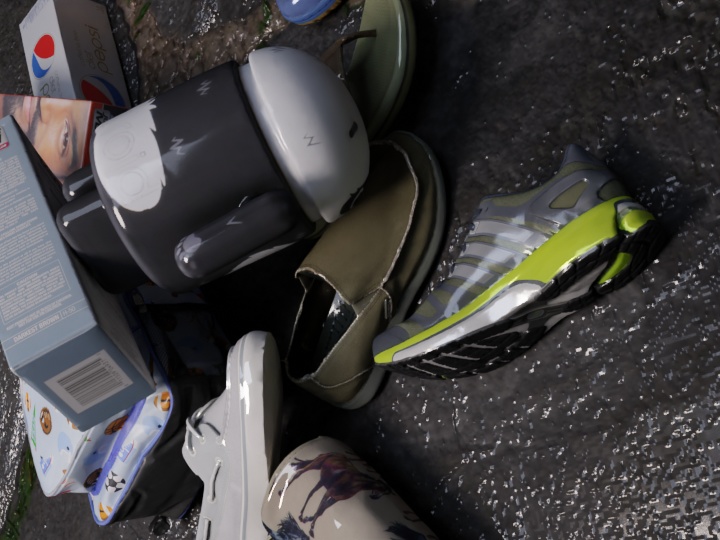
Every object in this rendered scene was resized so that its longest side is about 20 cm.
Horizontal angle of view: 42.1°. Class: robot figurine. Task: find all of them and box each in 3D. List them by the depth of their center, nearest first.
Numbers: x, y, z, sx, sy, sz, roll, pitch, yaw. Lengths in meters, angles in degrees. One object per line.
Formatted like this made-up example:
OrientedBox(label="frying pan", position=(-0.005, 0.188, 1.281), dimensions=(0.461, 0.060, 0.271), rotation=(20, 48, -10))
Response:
OrientedBox(label="robot figurine", position=(-0.091, -0.060, 0.605), dimensions=(0.199, 0.125, 0.151), rotation=(-25, 73, 4))

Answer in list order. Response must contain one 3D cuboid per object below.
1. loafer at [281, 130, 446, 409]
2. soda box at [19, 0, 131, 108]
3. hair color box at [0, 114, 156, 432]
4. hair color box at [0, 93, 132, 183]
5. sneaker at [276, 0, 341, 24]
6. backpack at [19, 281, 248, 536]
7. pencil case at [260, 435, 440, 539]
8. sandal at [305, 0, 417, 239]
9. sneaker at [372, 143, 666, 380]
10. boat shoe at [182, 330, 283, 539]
OrientedBox(label="loafer", position=(0.000, 0.000, 0.643), dimensions=(0.075, 0.069, 0.201), rotation=(19, 96, 42))
OrientedBox(label="soda box", position=(-0.275, -0.178, 0.918), dimensions=(0.064, 0.068, 0.201), rotation=(-36, 61, 32))
OrientedBox(label="hair color box", position=(-0.215, -0.001, 0.636), dimensions=(0.060, 0.099, 0.200), rotation=(-28, 57, -6))
OrientedBox(label="hair color box", position=(-0.271, -0.093, 0.815), dimensions=(0.199, 0.064, 0.112), rotation=(11, 95, 40))
OrientedBox(label="sneaker", position=(-0.026, -0.286, 0.701), dimensions=(0.075, 0.088, 0.201), rotation=(42, 112, 36))
OrientedBox(label="backpack", position=(-0.188, 0.085, 0.753), dimensions=(0.200, 0.154, 0.191), rotation=(-54, 43, 25))
OrientedBox(label="pencil case", position=(0.018, 0.199, 0.591), dimensions=(0.200, 0.078, 0.090), rotation=(41, 124, 38))
OrientedBox(label="sandal", position=(-0.017, -0.115, 0.675), dimensions=(0.202, 0.057, 0.080), rotation=(-65, 32, 15))
OrientedBox(label="sneaker", position=(0.086, 0.002, 0.575), dimensions=(0.200, 0.074, 0.081), rotation=(-35, 55, 24))
OrientedBox(label="boat shoe", position=(-0.092, 0.128, 0.660), dimensions=(0.072, 0.068, 0.201), rotation=(-82, -3, -54))
